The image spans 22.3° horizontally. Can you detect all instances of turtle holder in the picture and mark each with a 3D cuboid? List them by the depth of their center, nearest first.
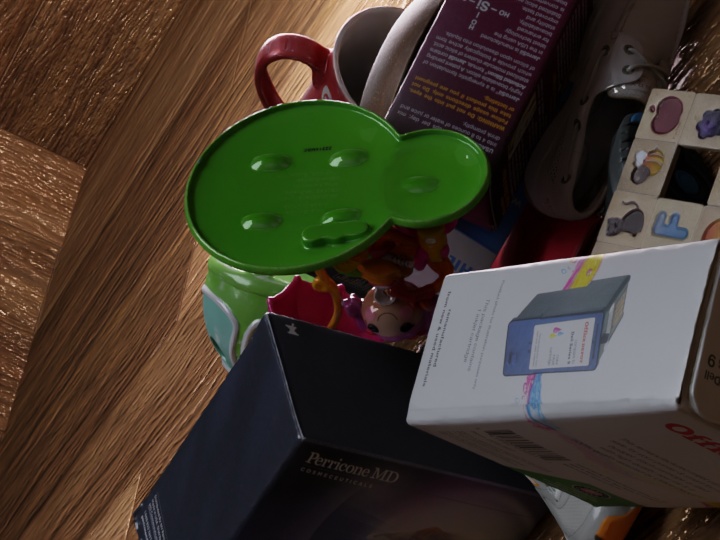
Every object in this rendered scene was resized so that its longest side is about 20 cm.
[{"bbox_3d":[-0.072,0.044,1.745,0.185,0.141,0.132,22,105,35],"label":"turtle holder"}]

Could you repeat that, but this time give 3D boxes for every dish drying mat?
[{"bbox_3d":[0.130,-0.019,1.361,0.077,0.018,0.200,-64,17,3],"label":"dish drying mat"}]

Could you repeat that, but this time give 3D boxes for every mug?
[{"bbox_3d":[-0.014,-0.165,1.771,0.133,0.178,0.200,-46,0,-30],"label":"mug"}]

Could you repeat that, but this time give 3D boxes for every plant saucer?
[{"bbox_3d":[0.043,-0.130,1.343,0.201,0.037,0.201,-54,-22,-33],"label":"plant saucer"}]

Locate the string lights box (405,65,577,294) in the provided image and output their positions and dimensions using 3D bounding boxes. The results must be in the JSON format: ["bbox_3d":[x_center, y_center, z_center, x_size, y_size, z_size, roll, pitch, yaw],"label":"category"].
[{"bbox_3d":[0.100,-0.073,1.365,0.200,0.059,0.103,-60,3,-14],"label":"string lights box"}]

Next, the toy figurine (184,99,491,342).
[{"bbox_3d":[0.000,0.000,1.227,0.184,0.199,0.151,74,-164,-48],"label":"toy figurine"}]

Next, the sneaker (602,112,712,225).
[{"bbox_3d":[0.170,-0.017,1.131,0.082,0.073,0.200,-49,23,42],"label":"sneaker"}]

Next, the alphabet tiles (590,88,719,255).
[{"bbox_3d":[0.196,-0.003,1.020,0.167,0.008,0.201,14,79,46],"label":"alphabet tiles"}]

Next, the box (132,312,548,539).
[{"bbox_3d":[-0.014,0.156,1.202,0.199,0.199,0.123,-57,33,28],"label":"box"}]

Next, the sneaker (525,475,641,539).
[{"bbox_3d":[0.110,0.107,1.109,0.076,0.092,0.200,-61,17,14],"label":"sneaker"}]

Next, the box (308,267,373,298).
[{"bbox_3d":[-0.004,-0.037,1.559,0.200,0.158,0.049,-30,38,64],"label":"box"}]

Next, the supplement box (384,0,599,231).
[{"bbox_3d":[0.096,-0.145,1.271,0.201,0.085,0.110,-63,-14,-14],"label":"supplement box"}]

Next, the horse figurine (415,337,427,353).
[{"bbox_3d":[0.051,0.099,1.334,0.133,0.050,0.201,-47,-22,-51],"label":"horse figurine"}]

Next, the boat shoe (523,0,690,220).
[{"bbox_3d":[0.185,-0.124,1.262,0.201,0.071,0.069,-67,25,3],"label":"boat shoe"}]

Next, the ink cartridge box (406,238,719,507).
[{"bbox_3d":[0.144,0.058,0.900,0.200,0.145,0.088,-7,62,55],"label":"ink cartridge box"}]
